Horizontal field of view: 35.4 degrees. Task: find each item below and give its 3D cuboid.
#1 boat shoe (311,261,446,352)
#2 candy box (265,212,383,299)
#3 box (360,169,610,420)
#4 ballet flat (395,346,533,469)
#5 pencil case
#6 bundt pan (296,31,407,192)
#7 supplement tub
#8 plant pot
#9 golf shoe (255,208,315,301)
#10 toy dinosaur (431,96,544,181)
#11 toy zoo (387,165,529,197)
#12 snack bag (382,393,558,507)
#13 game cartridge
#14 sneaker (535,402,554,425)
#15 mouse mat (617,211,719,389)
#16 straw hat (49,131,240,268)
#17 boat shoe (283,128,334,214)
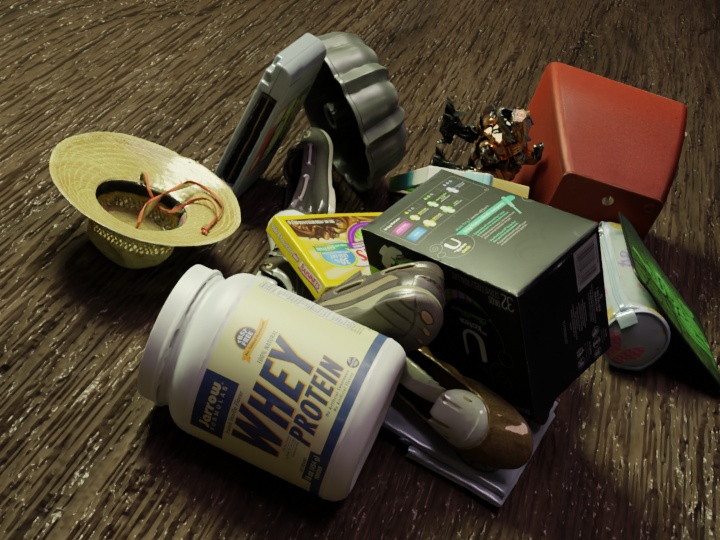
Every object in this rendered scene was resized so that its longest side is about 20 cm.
[{"bbox_3d":[0.003,0.043,1.037,0.075,0.198,0.074,54,43,-25],"label":"boat shoe"},{"bbox_3d":[0.004,-0.017,1.164,0.198,0.027,0.103,-5,50,-47],"label":"candy box"},{"bbox_3d":[0.119,0.016,1.071,0.124,0.150,0.198,-36,40,-29],"label":"box"},{"bbox_3d":[0.070,0.113,1.034,0.200,0.068,0.072,41,12,34],"label":"ballet flat"},{"bbox_3d":[0.307,0.026,1.331,0.082,0.092,0.201,-7,35,5],"label":"pencil case"},{"bbox_3d":[-0.006,-0.203,1.390,0.075,0.204,0.202,-26,48,-14],"label":"bundt pan"},{"bbox_3d":[-0.074,0.092,0.962,0.197,0.147,0.145,24,31,6],"label":"supplement tub"},{"bbox_3d":[0.301,-0.114,1.462,0.196,0.202,0.178,16,42,-6],"label":"plant pot"},{"bbox_3d":[-0.078,-0.001,1.168,0.093,0.079,0.201,3,34,-25],"label":"golf shoe"},{"bbox_3d":[0.160,-0.144,1.430,0.133,0.202,0.103,12,46,2],"label":"toy dinosaur"},{"bbox_3d":[0.121,-0.101,1.383,0.129,0.021,0.200,11,-2,-15],"label":"toy zoo"},{"bbox_3d":[0.083,0.132,1.112,0.198,0.022,0.188,28,32,13],"label":"snack bag"},{"bbox_3d":[-0.106,-0.171,1.294,0.041,0.201,0.134,31,32,-2],"label":"game cartridge"},{"bbox_3d":[0.168,0.078,1.161,0.089,0.077,0.200,14,25,10],"label":"sneaker"},{"bbox_3d":[0.365,0.034,1.328,0.201,0.007,0.162,50,22,-21],"label":"mouse mat"},{"bbox_3d":[-0.228,-0.050,1.149,0.198,0.086,0.202,20,32,-13],"label":"straw hat"},{"bbox_3d":[-0.068,-0.114,1.342,0.056,0.067,0.202,15,35,-19],"label":"boat shoe"}]
